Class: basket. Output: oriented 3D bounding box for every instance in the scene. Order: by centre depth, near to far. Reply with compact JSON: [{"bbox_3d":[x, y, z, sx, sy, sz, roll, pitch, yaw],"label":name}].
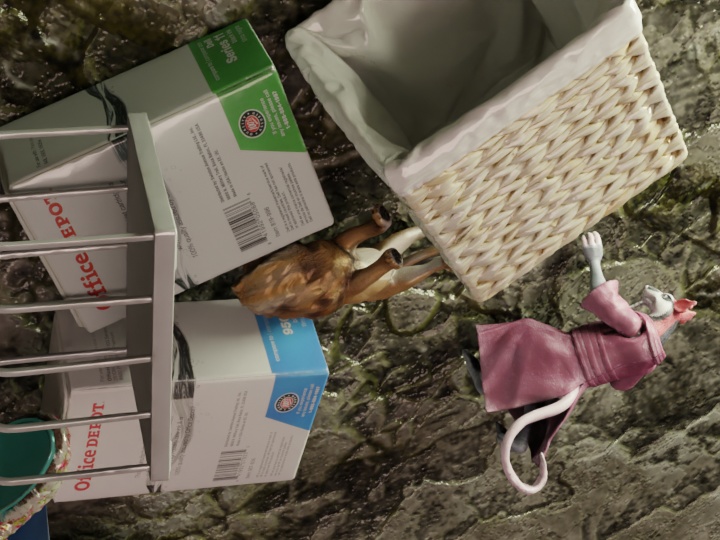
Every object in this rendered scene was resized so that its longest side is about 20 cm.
[{"bbox_3d":[0.090,-0.124,1.085,0.200,0.198,0.161,-36,134,2],"label":"basket"}]

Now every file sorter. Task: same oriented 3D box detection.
[{"bbox_3d":[-0.190,0.021,1.009,0.124,0.139,0.201,-4,126,-15],"label":"file sorter"}]

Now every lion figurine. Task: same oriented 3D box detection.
[{"bbox_3d":[0.000,0.000,1.203,0.122,0.073,0.200,-31,157,29],"label":"lion figurine"}]

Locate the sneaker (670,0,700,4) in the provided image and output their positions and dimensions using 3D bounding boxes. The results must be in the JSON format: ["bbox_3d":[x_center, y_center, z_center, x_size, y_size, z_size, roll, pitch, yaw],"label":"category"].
[{"bbox_3d":[0.287,-0.281,1.130,0.098,0.071,0.201,7,120,-23],"label":"sneaker"}]

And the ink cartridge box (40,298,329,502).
[{"bbox_3d":[-0.141,0.099,1.208,0.199,0.084,0.145,-3,139,-21],"label":"ink cartridge box"}]

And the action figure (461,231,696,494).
[{"bbox_3d":[0.189,0.070,1.306,0.199,0.149,0.134,-23,125,13],"label":"action figure"}]

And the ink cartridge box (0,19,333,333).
[{"bbox_3d":[-0.139,-0.065,1.107,0.199,0.083,0.147,-24,130,-5],"label":"ink cartridge box"}]

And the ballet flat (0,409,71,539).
[{"bbox_3d":[-0.268,0.167,1.158,0.200,0.076,0.064,-39,153,26],"label":"ballet flat"}]

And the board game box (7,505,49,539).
[{"bbox_3d":[-0.273,0.259,1.216,0.039,0.201,0.158,24,130,-40],"label":"board game box"}]
